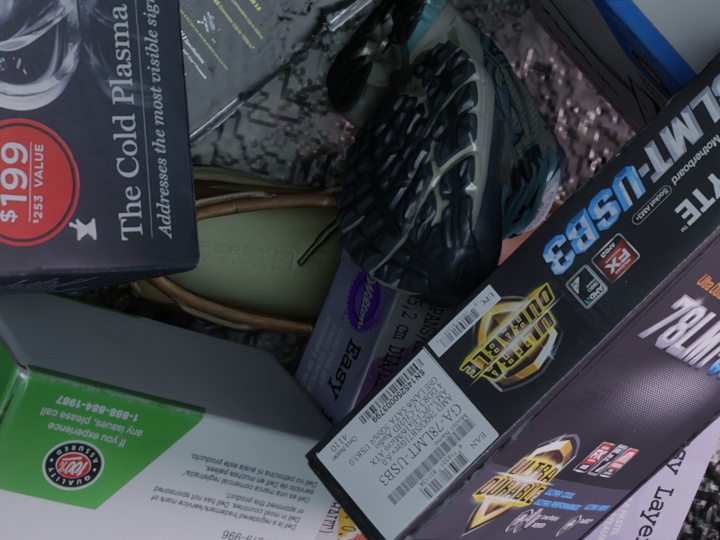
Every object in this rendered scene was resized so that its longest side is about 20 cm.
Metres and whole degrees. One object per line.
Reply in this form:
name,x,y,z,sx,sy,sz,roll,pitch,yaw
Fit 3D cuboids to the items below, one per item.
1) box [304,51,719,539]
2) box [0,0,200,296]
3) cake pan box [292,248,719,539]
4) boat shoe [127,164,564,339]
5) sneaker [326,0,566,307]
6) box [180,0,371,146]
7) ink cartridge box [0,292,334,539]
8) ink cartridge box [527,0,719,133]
box,0.096,0.020,0.814,0.198,0.200,0.050,-43,70,9
box,-0.159,-0.090,0.762,0.181,0.104,0.201,-4,88,-29
cake pan box,0.047,0.090,0.959,0.183,0.052,0.201,14,105,-35
boat shoe,0.000,0.000,0.962,0.199,0.074,0.076,1,100,-9
sneaker,0.044,-0.043,0.902,0.086,0.200,0.078,34,114,-19
box,-0.091,-0.157,0.934,0.159,0.049,0.200,-40,103,-3
ink cartridge box,-0.114,0.119,0.883,0.146,0.083,0.201,17,107,-34
ink cartridge box,0.121,-0.104,0.879,0.084,0.200,0.146,-39,70,1
